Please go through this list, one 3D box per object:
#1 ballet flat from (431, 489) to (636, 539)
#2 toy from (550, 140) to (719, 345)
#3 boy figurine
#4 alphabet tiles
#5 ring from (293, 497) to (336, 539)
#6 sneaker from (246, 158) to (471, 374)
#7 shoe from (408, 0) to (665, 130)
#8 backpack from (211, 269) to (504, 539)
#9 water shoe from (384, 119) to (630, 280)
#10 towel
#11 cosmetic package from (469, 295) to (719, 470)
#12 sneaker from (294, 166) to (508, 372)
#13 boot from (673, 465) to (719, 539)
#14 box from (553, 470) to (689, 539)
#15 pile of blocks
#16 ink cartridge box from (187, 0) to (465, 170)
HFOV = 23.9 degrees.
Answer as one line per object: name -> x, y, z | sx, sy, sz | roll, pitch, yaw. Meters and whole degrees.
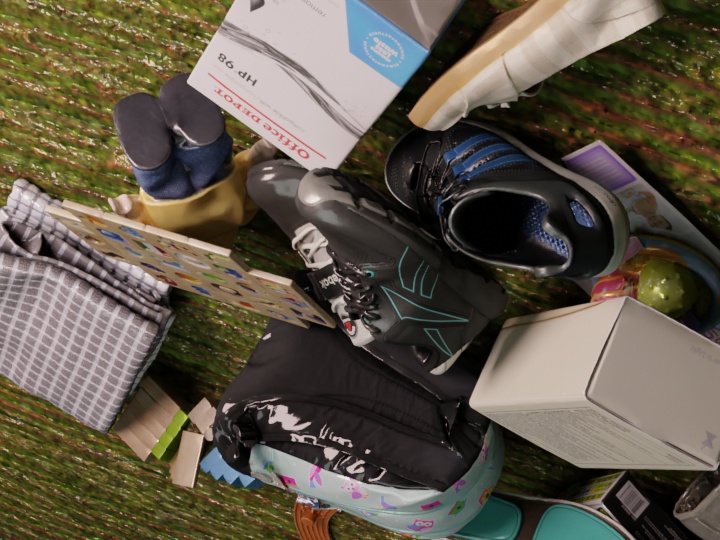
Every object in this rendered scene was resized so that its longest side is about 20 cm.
ballet flat -> 0.133, 0.204, 1.278 | 0.198, 0.070, 0.070 | 15, 142, 29
toy -> 0.180, 0.009, 1.111 | 0.200, 0.047, 0.115 | 44, 144, -16
boy figurine -> -0.114, -0.060, 1.197 | 0.200, 0.123, 0.065 | 78, 166, -68
alphabet tiles -> -0.118, -0.003, 1.189 | 0.198, 0.006, 0.166 | 17, 168, 22
ring -> 0.026, 0.259, 1.539 | 0.198, 0.019, 0.202 | 19, 142, 15
sneaker -> 0.000, 0.000, 1.166 | 0.199, 0.089, 0.074 | 32, 153, -17
shoe -> 0.098, -0.125, 0.991 | 0.053, 0.070, 0.200 | 46, 140, -8
backpack -> 0.011, 0.110, 1.261 | 0.198, 0.168, 0.127 | 19, 159, 21
water shoe -> 0.074, -0.048, 1.053 | 0.199, 0.078, 0.072 | 21, 112, 43
towel -> -0.248, 0.040, 1.419 | 0.165, 0.086, 0.200 | 31, 144, -1
cosmetic package -> 0.159, 0.078, 1.119 | 0.103, 0.074, 0.200 | 29, 166, -13
sneaker -> 0.020, 0.005, 1.082 | 0.199, 0.079, 0.075 | 35, -174, -44
boot -> 0.317, 0.227, 1.250 | 0.198, 0.073, 0.183 | 25, 131, -3
box -> 0.235, 0.243, 1.302 | 0.200, 0.035, 0.110 | 48, 158, -3
pile of blocks -> -0.114, 0.151, 1.461 | 0.198, 0.083, 0.062 | 12, 175, 28
ink cartridge box -> -0.031, -0.136, 1.072 | 0.115, 0.067, 0.200 | 35, 144, -5
